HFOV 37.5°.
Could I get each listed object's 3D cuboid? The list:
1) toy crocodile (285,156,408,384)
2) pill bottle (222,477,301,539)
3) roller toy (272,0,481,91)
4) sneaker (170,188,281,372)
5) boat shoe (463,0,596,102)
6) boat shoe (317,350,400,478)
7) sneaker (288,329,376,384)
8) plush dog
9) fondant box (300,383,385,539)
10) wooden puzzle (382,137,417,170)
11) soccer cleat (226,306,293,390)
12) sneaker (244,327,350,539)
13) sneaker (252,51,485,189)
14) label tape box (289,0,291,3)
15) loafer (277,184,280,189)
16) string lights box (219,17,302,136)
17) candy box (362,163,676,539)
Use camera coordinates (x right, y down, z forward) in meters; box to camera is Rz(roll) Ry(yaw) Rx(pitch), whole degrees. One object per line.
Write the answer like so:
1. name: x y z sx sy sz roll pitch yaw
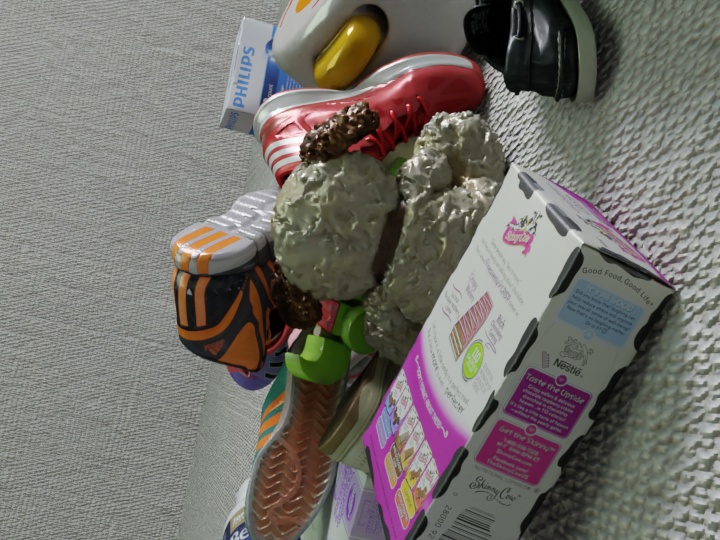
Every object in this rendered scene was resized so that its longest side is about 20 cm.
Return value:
1. toy crocodile: 0.000 0.000 0.868 0.067 0.061 0.203 28 93 52
2. pill bottle: -0.087 0.297 1.083 0.201 0.109 0.113 -105 29 -64
3. roller toy: 0.008 -0.233 0.963 0.202 0.139 0.182 -61 20 -10
4. sneaker: -0.079 0.007 0.830 0.199 0.077 0.114 -26 -52 -50
5. boat shoe: 0.104 -0.165 0.719 0.201 0.065 0.076 -99 4 -54
6. boat shoe: 0.021 0.111 0.857 0.073 0.065 0.200 -54 0 18
7. sneaker: -0.012 0.052 1.098 0.201 0.104 0.076 -50 -12 -41
8. plush dog: 0.018 -0.020 0.754 0.161 0.169 0.204 -121 45 -72
9. fondant box: -0.004 0.202 0.917 0.200 0.057 0.147 -123 46 -72
10. wooden puzzle: 0.027 -0.066 0.970 0.199 0.037 0.188 -34 40 39
11. soccer cleat: -0.090 0.056 0.954 0.201 0.066 0.077 117 176 -46
12. sneaker: -0.057 0.149 0.930 0.080 0.070 0.203 127 162 -62
13. sneaker: 0.019 -0.101 0.854 0.079 0.196 0.117 76 176 -49
14. label tape box: -0.006 -0.298 1.191 0.066 0.141 0.204 -144 66 -76
15. loafer: -0.032 -0.088 0.966 0.071 0.072 0.202 -41 38 26
16. string lights box: -0.040 -0.182 1.108 0.059 0.196 0.105 142 140 -71
17. candy box: 0.077 0.057 0.592 0.202 0.060 0.137 -63 16 17
